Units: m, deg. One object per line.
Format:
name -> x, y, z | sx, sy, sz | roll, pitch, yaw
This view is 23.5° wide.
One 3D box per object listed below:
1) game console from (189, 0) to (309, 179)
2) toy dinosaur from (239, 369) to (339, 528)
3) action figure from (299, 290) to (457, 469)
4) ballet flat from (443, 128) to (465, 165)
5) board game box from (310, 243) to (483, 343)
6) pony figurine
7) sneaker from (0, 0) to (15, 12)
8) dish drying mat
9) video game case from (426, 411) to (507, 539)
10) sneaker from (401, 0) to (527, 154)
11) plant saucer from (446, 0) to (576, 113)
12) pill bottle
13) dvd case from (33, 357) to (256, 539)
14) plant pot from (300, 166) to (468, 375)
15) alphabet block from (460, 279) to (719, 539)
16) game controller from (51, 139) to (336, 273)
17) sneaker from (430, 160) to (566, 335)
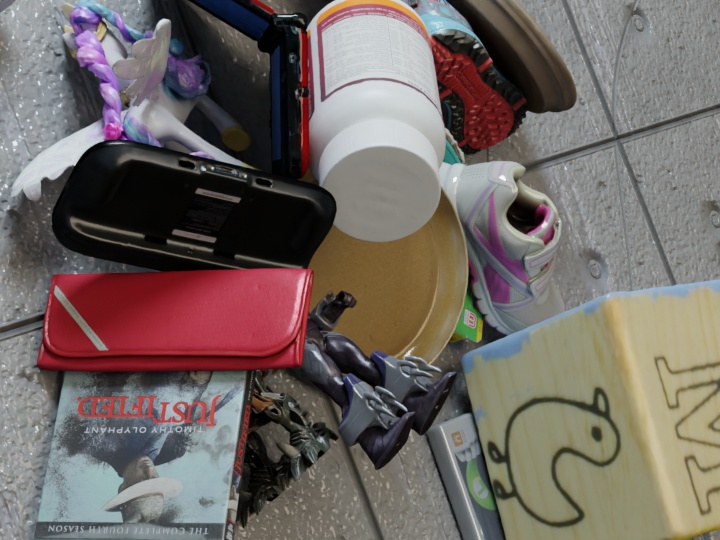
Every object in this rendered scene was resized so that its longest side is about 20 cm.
game console -> -0.104, -0.156, 1.339 | 0.117, 0.200, 0.175 | -1, 93, -6
toy dinosaur -> -0.091, 0.105, 1.301 | 0.200, 0.102, 0.136 | -41, 86, -25
action figure -> -0.031, 0.057, 1.299 | 0.199, 0.070, 0.130 | 35, 34, 19
ballet flat -> 0.014, -0.136, 1.506 | 0.199, 0.071, 0.072 | 33, 54, -30
board game box -> 0.031, -0.012, 1.495 | 0.199, 0.030, 0.097 | 25, 59, -30
pony figurine -> -0.161, -0.109, 1.297 | 0.200, 0.166, 0.194 | 43, 18, -16
sneaker -> -0.326, -0.222, 1.226 | 0.198, 0.078, 0.078 | 3, 62, -42
dish drying mat -> -0.133, 0.034, 1.230 | 0.018, 0.197, 0.078 | 62, 31, -57
video game case -> 0.155, 0.210, 1.522 | 0.181, 0.023, 0.202 | -15, 84, -44
sneaker -> 0.089, -0.184, 1.548 | 0.096, 0.079, 0.200 | 67, 6, 33
plant saucer -> 0.115, -0.212, 1.560 | 0.029, 0.200, 0.200 | -43, 107, -5
pill bottle -> 0.010, -0.120, 1.346 | 0.109, 0.109, 0.201 | 33, 31, -28
dvd case -> -0.146, 0.097, 1.224 | 0.022, 0.144, 0.202 | 58, 35, -59
plant pot -> 0.000, 0.000, 1.426 | 0.198, 0.027, 0.203 | 0, 90, -31
alphabet block -> 0.231, 0.135, 1.475 | 0.195, 0.195, 0.202 | -6, 75, -41
game controller -> -0.116, -0.038, 1.236 | 0.198, 0.105, 0.042 | 12, 36, -27
sneaker -> 0.138, -0.016, 1.509 | 0.201, 0.087, 0.082 | 53, 41, -34
